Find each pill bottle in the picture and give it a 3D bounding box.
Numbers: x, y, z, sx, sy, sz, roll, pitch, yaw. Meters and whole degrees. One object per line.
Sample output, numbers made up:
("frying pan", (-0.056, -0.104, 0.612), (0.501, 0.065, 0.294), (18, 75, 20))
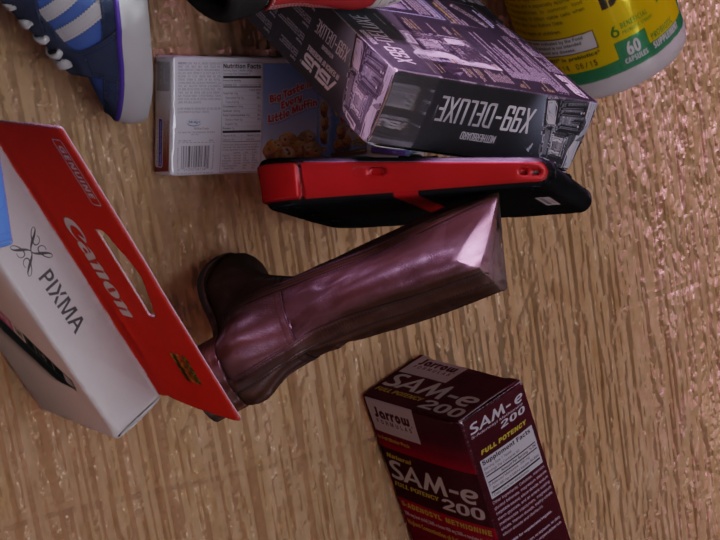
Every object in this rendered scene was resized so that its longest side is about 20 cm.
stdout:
("pill bottle", (0.137, -0.225, 1.307), (0.113, 0.112, 0.201), (-37, 117, -27))

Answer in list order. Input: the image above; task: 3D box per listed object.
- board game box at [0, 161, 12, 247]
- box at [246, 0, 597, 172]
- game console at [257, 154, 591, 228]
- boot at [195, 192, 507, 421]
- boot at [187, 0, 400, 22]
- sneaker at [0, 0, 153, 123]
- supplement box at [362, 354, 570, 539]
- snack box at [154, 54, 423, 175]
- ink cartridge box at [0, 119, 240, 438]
("board game box", (-0.247, -0.093, 0.973), (0.045, 0.199, 0.154), (-16, 107, -36))
("box", (0.025, -0.137, 1.179), (0.157, 0.200, 0.050), (4, 121, -38))
("game console", (0.042, -0.050, 1.181), (0.200, 0.175, 0.031), (9, 77, -76))
("boot", (0.000, 0.000, 1.144), (0.199, 0.187, 0.064), (-28, 113, 13))
("boot", (-0.075, -0.220, 1.111), (0.143, 0.201, 0.073), (-12, 143, -29))
("sneaker", (-0.194, -0.165, 1.096), (0.145, 0.081, 0.201), (-6, 132, -6))
("supplement box", (0.082, 0.164, 1.325), (0.061, 0.108, 0.202), (-31, 114, -30))
("snack box", (-0.041, -0.099, 1.243), (0.198, 0.024, 0.073), (-4, 98, -37))
("ink cartridge box", (-0.169, 0.006, 1.064), (0.044, 0.173, 0.201), (-42, 120, -23))
